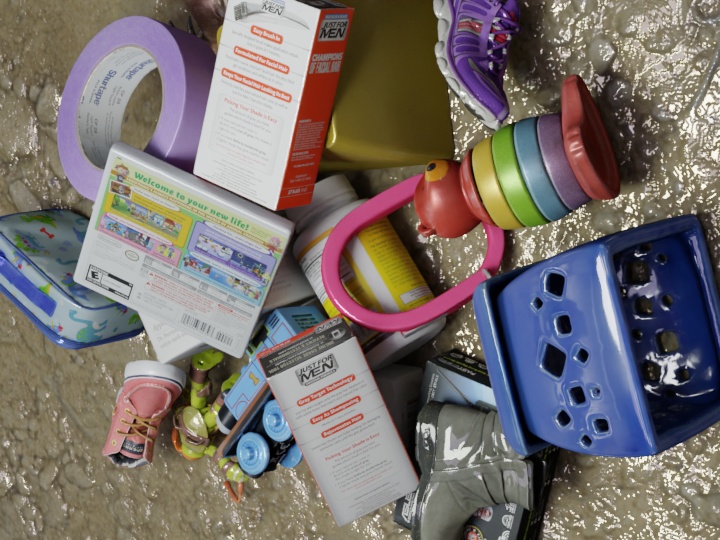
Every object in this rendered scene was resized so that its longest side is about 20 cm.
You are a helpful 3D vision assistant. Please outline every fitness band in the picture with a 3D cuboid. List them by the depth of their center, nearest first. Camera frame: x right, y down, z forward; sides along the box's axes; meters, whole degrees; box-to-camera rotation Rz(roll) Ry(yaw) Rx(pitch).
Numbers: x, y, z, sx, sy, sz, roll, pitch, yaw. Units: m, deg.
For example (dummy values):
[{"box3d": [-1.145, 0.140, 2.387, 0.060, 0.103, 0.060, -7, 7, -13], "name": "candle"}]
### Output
[{"box3d": [0.055, -0.018, 1.527, 0.199, 0.037, 0.144, -30, 79, -10], "name": "fitness band"}]

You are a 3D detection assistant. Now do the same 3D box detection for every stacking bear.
[{"box3d": [0.145, -0.091, 1.461, 0.199, 0.122, 0.114, -19, 132, 22], "name": "stacking bear"}]

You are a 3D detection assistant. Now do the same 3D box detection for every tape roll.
[{"box3d": [-0.233, -0.164, 1.565, 0.199, 0.066, 0.201, -10, 74, 37], "name": "tape roll"}]

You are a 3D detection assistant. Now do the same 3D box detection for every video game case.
[{"box3d": [-0.184, -0.018, 1.516, 0.199, 0.022, 0.182, 25, 127, 1], "name": "video game case"}]

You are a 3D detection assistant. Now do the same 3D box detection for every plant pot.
[{"box3d": [0.227, 0.068, 1.411, 0.179, 0.200, 0.201, -12, 92, 40], "name": "plant pot"}, {"box3d": [-0.039, -0.197, 1.545, 0.199, 0.176, 0.201, -2, 98, 34], "name": "plant pot"}]

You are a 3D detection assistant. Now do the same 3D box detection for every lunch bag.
[{"box3d": [-0.360, 0.008, 1.802, 0.200, 0.161, 0.083, 38, 117, 21], "name": "lunch bag"}]

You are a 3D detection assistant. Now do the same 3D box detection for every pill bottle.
[{"box3d": [0.000, 0.000, 1.595, 0.109, 0.109, 0.201, -37, 78, 32], "name": "pill bottle"}]

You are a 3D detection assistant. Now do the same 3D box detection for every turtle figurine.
[{"box3d": [-0.192, 0.169, 1.748, 0.200, 0.064, 0.162, 51, 137, 32], "name": "turtle figurine"}]

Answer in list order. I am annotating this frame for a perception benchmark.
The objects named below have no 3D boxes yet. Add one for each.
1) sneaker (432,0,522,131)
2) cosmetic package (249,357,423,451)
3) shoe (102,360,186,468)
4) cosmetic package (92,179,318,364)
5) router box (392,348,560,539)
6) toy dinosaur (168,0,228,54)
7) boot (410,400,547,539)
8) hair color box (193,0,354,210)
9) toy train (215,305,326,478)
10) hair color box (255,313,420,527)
[{"box3d": [0.122, -0.227, 1.452, 0.083, 0.081, 0.201, -26, 49, 25], "name": "sneaker"}, {"box3d": [-0.028, 0.151, 1.663, 0.199, 0.074, 0.102, 4, 100, 31], "name": "cosmetic package"}, {"box3d": [-0.251, 0.170, 1.712, 0.200, 0.071, 0.091, 134, 147, -64], "name": "shoe"}, {"box3d": [-0.160, -0.029, 1.661, 0.167, 0.166, 0.201, -27, 84, 33], "name": "cosmetic package"}, {"box3d": [0.127, 0.204, 1.576, 0.149, 0.062, 0.201, 21, 110, 30], "name": "router box"}, {"box3d": [-0.170, -0.301, 1.672, 0.135, 0.086, 0.201, -6, 90, 41], "name": "toy dinosaur"}, {"box3d": [0.123, 0.232, 1.510, 0.130, 0.068, 0.201, 6, 103, 27], "name": "boot"}, {"box3d": [-0.085, -0.173, 1.436, 0.111, 0.064, 0.201, 25, 113, 29], "name": "hair color box"}, {"box3d": [-0.088, 0.135, 1.612, 0.114, 0.086, 0.200, 51, 121, 27], "name": "toy train"}, {"box3d": [-0.021, 0.156, 1.518, 0.101, 0.061, 0.201, -25, 118, -4], "name": "hair color box"}]
